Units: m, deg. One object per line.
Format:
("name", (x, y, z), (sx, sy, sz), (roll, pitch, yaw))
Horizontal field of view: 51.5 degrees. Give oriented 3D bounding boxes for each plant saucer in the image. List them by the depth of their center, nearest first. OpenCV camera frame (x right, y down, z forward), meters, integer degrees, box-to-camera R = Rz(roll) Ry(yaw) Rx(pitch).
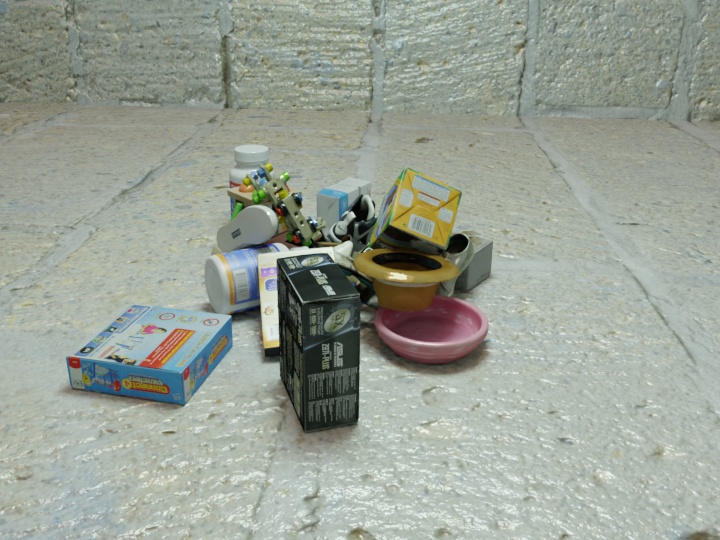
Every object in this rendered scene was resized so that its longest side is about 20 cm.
("plant saucer", (0.121, 0.103, 1.290), (0.195, 0.052, 0.201), (0, 23, 0))

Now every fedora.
("fedora", (0.078, 0.020, 1.313), (0.195, 0.084, 0.201), (6, 15, -2))

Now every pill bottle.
("pill bottle", (-0.187, 0.010, 1.418), (0.196, 0.115, 0.112), (-12, 25, -30))
("pill bottle", (-0.258, -0.191, 1.784), (0.109, 0.205, 0.113), (0, 22, 0))

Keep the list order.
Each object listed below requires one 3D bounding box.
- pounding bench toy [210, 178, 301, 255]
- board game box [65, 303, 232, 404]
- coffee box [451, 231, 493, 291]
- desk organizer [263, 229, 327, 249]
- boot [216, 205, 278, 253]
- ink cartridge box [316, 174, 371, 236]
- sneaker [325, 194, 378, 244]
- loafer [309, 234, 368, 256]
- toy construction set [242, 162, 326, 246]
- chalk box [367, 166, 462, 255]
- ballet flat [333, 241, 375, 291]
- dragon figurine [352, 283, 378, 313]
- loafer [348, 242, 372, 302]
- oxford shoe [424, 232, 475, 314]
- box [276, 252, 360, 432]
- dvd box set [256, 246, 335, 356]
("pounding bench toy", (-0.241, -0.111, 1.650), (0.197, 0.160, 0.123), (-19, 29, -39))
("board game box", (-0.331, 0.128, 1.203), (0.191, 0.057, 0.200), (6, 23, 12))
("coffee box", (0.167, -0.033, 1.579), (0.197, 0.082, 0.112), (16, 27, 32))
("desk organizer", (-0.142, -0.039, 1.596), (0.076, 0.073, 0.199), (18, 28, 31))
("boot", (-0.195, -0.085, 1.440), (0.089, 0.074, 0.198), (-17, 2, -40))
("ink cartridge box", (-0.028, -0.153, 1.814), (0.065, 0.119, 0.199), (12, 25, 26))
("sneaker", (0.023, -0.114, 1.671), (0.196, 0.130, 0.080), (-10, 59, -40))
("loafer", (-0.020, -0.039, 1.597), (0.197, 0.074, 0.072), (-13, 25, -33))
("toy construction set", (-0.143, -0.118, 1.484), (0.093, 0.200, 0.130), (-51, 28, -11))
("chalk box", (0.096, -0.088, 1.453), (0.122, 0.126, 0.200), (21, -19, -9))
("ballet flat", (-0.004, -0.010, 1.409), (0.196, 0.077, 0.068), (21, -10, 1))
("dragon figurine", (-0.035, 0.059, 1.377), (0.195, 0.060, 0.100), (-2, 23, -2))
("loafer", (0.000, 0.000, 1.496), (0.074, 0.069, 0.201), (7, 30, 17))
("oxford shoe", (0.155, 0.004, 1.427), (0.074, 0.058, 0.201), (19, 60, 34))
("box", (-0.063, 0.099, 1.089), (0.084, 0.205, 0.164), (-6, 23, -17))
("dvd box set", (-0.104, 0.050, 1.299), (0.143, 0.030, 0.203), (-6, 53, -6))
